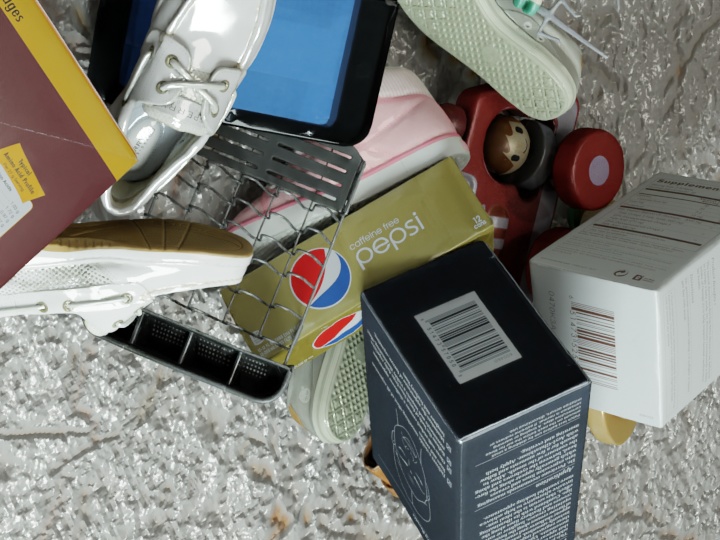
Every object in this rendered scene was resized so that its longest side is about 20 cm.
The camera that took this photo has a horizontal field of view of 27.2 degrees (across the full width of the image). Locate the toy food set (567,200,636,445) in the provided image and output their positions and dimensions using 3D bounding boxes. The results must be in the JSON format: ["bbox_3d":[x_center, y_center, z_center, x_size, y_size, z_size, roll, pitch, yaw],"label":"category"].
[{"bbox_3d":[0.224,0.035,1.319,0.201,0.048,0.199,61,37,-30],"label":"toy food set"}]

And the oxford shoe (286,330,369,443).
[{"bbox_3d":[-0.010,0.038,1.162,0.075,0.057,0.202,39,61,-43],"label":"oxford shoe"}]

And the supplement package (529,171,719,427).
[{"bbox_3d":[0.236,0.016,1.173,0.199,0.116,0.118,-30,122,-42],"label":"supplement package"}]

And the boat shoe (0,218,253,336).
[{"bbox_3d":[-0.169,0.007,0.977,0.197,0.071,0.070,0,106,-4],"label":"boat shoe"}]

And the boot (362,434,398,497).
[{"bbox_3d":[0.096,0.121,1.260,0.154,0.073,0.202,38,73,-34],"label":"boot"}]

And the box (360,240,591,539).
[{"bbox_3d":[0.081,0.110,1.083,0.106,0.149,0.201,-22,141,-16],"label":"box"}]

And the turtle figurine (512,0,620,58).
[{"bbox_3d":[0.163,-0.265,1.111,0.149,0.101,0.201,-29,80,-41],"label":"turtle figurine"}]

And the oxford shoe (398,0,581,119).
[{"bbox_3d":[0.093,-0.200,1.143,0.200,0.075,0.058,42,52,-5],"label":"oxford shoe"}]

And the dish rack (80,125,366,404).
[{"bbox_3d":[-0.088,-0.024,1.031,0.152,0.055,0.202,21,85,5],"label":"dish rack"}]

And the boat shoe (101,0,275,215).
[{"bbox_3d":[-0.109,-0.112,0.930,0.070,0.070,0.201,20,127,-20],"label":"boat shoe"}]

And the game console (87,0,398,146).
[{"bbox_3d":[-0.063,-0.172,0.948,0.197,0.176,0.118,9,76,-13],"label":"game console"}]

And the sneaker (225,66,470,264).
[{"bbox_3d":[-0.026,-0.085,1.117,0.198,0.075,0.106,-26,76,-8],"label":"sneaker"}]

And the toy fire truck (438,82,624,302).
[{"bbox_3d":[0.110,-0.061,1.200,0.167,0.111,0.203,15,90,-41],"label":"toy fire truck"}]

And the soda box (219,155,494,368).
[{"bbox_3d":[0.000,0.000,1.094,0.198,0.064,0.068,-31,163,-6],"label":"soda box"}]

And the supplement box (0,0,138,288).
[{"bbox_3d":[-0.276,-0.085,0.861,0.200,0.132,0.198,-46,124,-22],"label":"supplement box"}]
